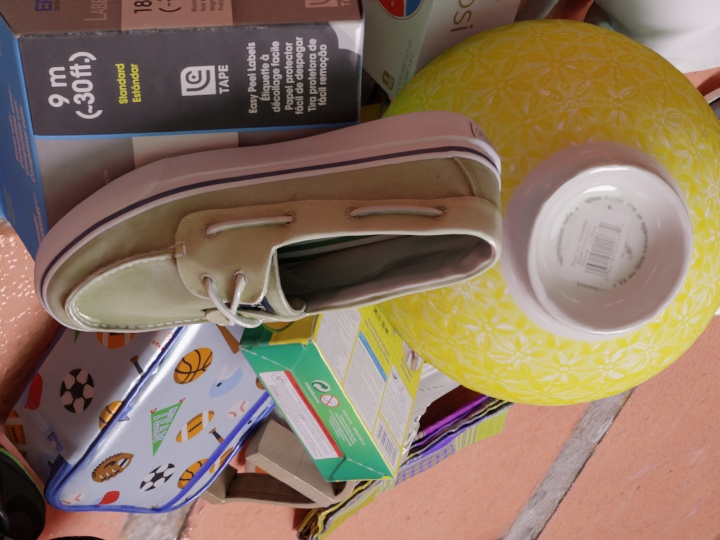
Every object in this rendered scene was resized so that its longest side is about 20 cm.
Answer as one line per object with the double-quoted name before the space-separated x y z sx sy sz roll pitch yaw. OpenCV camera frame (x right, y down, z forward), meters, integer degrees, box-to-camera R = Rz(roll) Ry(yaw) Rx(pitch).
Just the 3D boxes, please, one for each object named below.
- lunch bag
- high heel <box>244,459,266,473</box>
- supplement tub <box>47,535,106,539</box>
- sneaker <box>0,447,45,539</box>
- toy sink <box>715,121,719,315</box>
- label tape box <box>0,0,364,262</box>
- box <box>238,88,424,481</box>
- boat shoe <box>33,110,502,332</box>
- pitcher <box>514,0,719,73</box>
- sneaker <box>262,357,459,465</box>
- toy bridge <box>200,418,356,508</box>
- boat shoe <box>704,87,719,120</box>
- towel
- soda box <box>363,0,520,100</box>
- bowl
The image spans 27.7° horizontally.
"lunch bag" -0.096 0.053 0.840 0.200 0.076 0.160 -48 150 12
"high heel" 0.003 0.083 1.008 0.200 0.067 0.096 -37 -175 21
"supplement tub" -0.173 0.215 0.806 0.122 0.123 0.200 -40 176 -3
"sneaker" -0.224 0.133 0.776 0.077 0.084 0.200 -43 158 1
"toy sink" 0.122 -0.046 0.860 0.130 0.200 0.112 -1 101 -8
"label tape box" -0.101 -0.059 0.617 0.199 0.063 0.144 -3 135 -5
"box" 0.000 0.000 0.796 0.117 0.048 0.200 62 34 -39
"boat shoe" -0.039 -0.010 0.584 0.199 0.062 0.072 -17 135 10
"pitcher" 0.150 -0.173 0.809 0.171 0.121 0.200 -24 159 0
"sneaker" 0.017 0.078 0.900 0.200 0.092 0.076 -23 -152 46
"toy bridge" -0.037 0.119 0.899 0.200 0.067 0.027 -28 -147 51
"boat shoe" 0.232 -0.045 1.085 0.073 0.062 0.200 11 121 -52
"towel" 0.041 0.145 1.105 0.200 0.023 0.144 -28 165 -20
"soda box" 0.048 -0.182 0.716 0.064 0.068 0.200 -17 140 -33
"bowl" 0.103 -0.019 0.705 0.199 0.108 0.201 -2 102 -9
